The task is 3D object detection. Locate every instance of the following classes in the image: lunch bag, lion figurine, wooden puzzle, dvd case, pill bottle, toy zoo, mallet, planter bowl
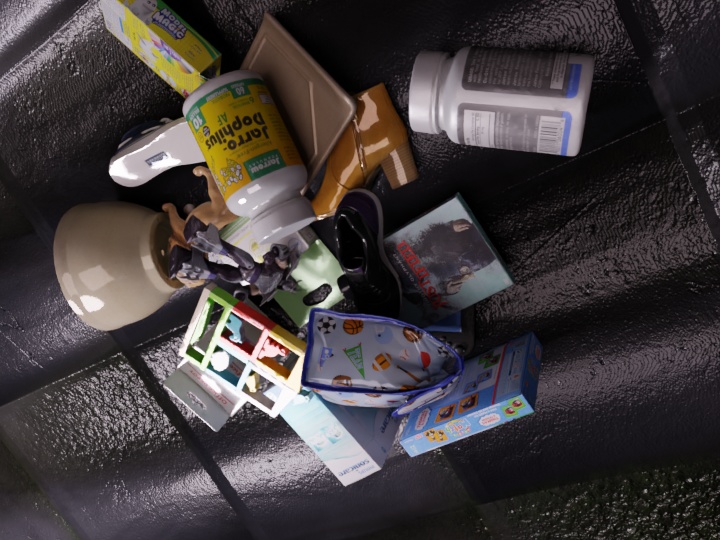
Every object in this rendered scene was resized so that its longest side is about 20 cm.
[{"bbox_3d":[0.035,0.130,0.892,0.199,0.170,0.125,4,75,7],"label":"lunch bag"},{"bbox_3d":[-0.221,-0.075,0.979,0.200,0.072,0.123,-45,59,30],"label":"lion figurine"},{"bbox_3d":[-0.103,-0.209,0.904,0.185,0.037,0.200,49,130,16],"label":"wooden puzzle"},{"bbox_3d":[0.090,0.001,0.926,0.199,0.022,0.146,-28,104,29],"label":"dvd case"},{"bbox_3d":[-0.136,-0.140,0.856,0.112,0.113,0.201,-26,88,30],"label":"pill bottle"},{"bbox_3d":[0.163,-0.201,0.788,0.199,0.114,0.114,10,119,16],"label":"pill bottle"},{"bbox_3d":[-0.149,0.120,0.930,0.199,0.020,0.132,32,121,5],"label":"toy zoo"},{"bbox_3d":[0.048,0.070,1.019,0.066,0.041,0.200,-36,108,15],"label":"mallet"},{"bbox_3d":[-0.347,-0.019,1.035,0.134,0.200,0.201,-12,112,14],"label":"planter bowl"}]

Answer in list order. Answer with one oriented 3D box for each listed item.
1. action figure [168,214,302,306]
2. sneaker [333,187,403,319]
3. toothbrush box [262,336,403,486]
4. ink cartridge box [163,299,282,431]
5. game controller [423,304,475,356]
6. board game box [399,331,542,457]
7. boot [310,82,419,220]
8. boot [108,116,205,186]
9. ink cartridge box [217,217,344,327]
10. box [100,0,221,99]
[{"bbox_3d":[-0.168,-0.001,0.958,0.199,0.070,0.130,22,114,-32],"label":"action figure"},{"bbox_3d":[0.000,0.000,0.890,0.075,0.088,0.201,-6,116,21],"label":"sneaker"},{"bbox_3d":[-0.035,0.206,1.053,0.085,0.147,0.200,-36,101,32],"label":"toothbrush box"},{"bbox_3d":[-0.200,0.141,1.048,0.117,0.200,0.067,43,122,-5],"label":"ink cartridge box"},{"bbox_3d":[0.113,0.036,0.964,0.104,0.042,0.201,-3,115,5],"label":"game controller"},{"bbox_3d":[0.160,0.176,0.960,0.199,0.151,0.037,-29,105,30],"label":"board game box"},{"bbox_3d":[-0.027,-0.159,0.916,0.200,0.071,0.145,-21,101,25],"label":"boot"},{"bbox_3d":[-0.272,-0.196,0.971,0.199,0.091,0.073,-17,135,13],"label":"boot"},{"bbox_3d":[-0.119,-0.009,1.033,0.145,0.048,0.200,-33,98,30],"label":"ink cartridge box"},{"bbox_3d":[-0.256,-0.299,0.899,0.200,0.048,0.117,44,163,-3],"label":"box"}]
